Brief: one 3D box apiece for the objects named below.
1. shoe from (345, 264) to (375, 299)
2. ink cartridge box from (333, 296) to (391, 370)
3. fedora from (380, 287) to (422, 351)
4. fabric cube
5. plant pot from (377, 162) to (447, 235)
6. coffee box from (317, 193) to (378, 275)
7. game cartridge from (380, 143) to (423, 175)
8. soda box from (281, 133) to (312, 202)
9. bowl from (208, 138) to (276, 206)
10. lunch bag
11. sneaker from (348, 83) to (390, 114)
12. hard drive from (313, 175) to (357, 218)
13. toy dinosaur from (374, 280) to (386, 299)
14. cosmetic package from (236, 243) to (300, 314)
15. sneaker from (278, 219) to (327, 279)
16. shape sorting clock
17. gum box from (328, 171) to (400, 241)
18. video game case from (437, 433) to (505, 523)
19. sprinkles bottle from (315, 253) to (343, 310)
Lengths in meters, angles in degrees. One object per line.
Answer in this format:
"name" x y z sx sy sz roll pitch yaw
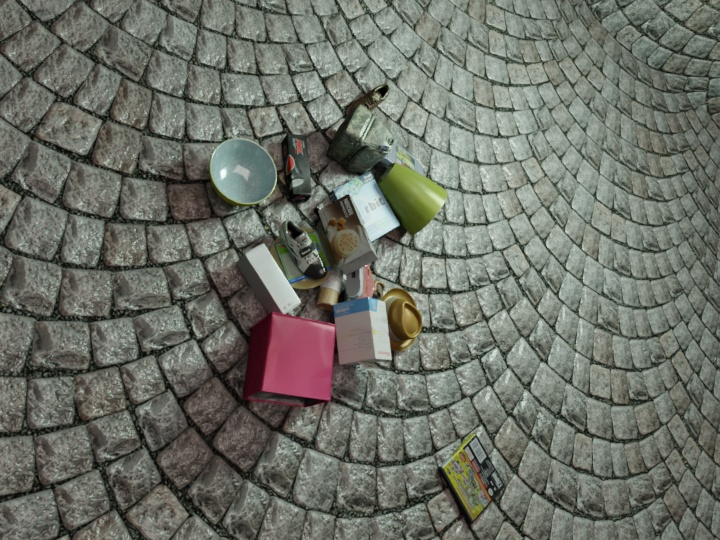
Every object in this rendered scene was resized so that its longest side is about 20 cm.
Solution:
"shoe" 0.000 0.000 1.691 0.091 0.070 0.205 38 50 -56
"ink cartridge box" 0.007 0.196 1.622 0.128 0.123 0.205 23 58 -62
"fedora" 0.137 0.155 1.735 0.197 0.081 0.206 3 85 -38
"fabric cube" -0.194 0.248 1.483 0.192 0.199 0.204 12 67 -24
"plant pot" 0.156 -0.256 1.829 0.199 0.186 0.189 39 61 -12
"coffee box" -0.038 -0.108 1.641 0.112 0.080 0.203 -25 67 8
"game cartridge" 0.145 -0.372 1.916 0.198 0.041 0.135 32 37 -27
"soda box" -0.201 -0.322 1.728 0.069 0.063 0.205 -1 75 -28
"bowl" -0.353 -0.269 1.602 0.196 0.107 0.205 9 71 -26
"lunch bag" 0.006 -0.414 1.789 0.166 0.199 0.142 30 65 -16
"sneaker" 0.033 -0.598 1.930 0.070 0.075 0.201 45 59 -9
"hard drive" -0.041 -0.200 1.794 0.199 0.038 0.141 -41 97 -32
"toy dinosaur" 0.022 0.056 1.738 0.104 0.060 0.205 -3 76 -27
"cosmetic package" -0.263 0.034 1.566 0.073 0.101 0.203 -32 93 -32
"sneaker" -0.167 -0.062 1.594 0.074 0.089 0.201 -38 82 -23
"shape sorting clock" -0.175 -0.038 1.650 0.195 0.039 0.205 4 69 -10
"gum box" 0.013 -0.195 1.774 0.168 0.044 0.203 -29 89 -32
"video game case" 0.358 0.662 1.760 0.179 0.025 0.203 -31 92 -32
"sprinkles bottle" -0.085 0.017 1.686 0.067 0.068 0.205 20 67 -22
